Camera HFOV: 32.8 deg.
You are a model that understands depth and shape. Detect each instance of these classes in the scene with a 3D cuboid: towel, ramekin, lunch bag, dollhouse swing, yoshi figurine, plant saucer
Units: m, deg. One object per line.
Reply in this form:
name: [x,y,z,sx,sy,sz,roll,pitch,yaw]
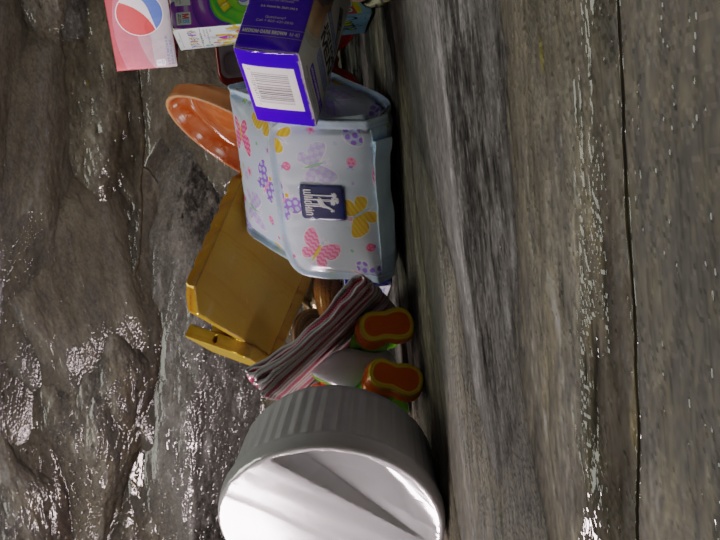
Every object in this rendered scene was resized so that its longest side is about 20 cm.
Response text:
towel: [-0.033,0.067,1.186,0.030,0.146,0.200,47,180,11]
ramekin: [-0.022,0.190,1.090,0.095,0.200,0.204,-82,-7,-50]
lunch bag: [-0.038,-0.095,1.200,0.199,0.126,0.171,31,134,47]
dollhouse swing: [-0.149,-0.016,1.383,0.181,0.175,0.202,12,76,49]
yoshi figurine: [0.019,0.115,1.201,0.112,0.112,0.200,44,150,6]
plant saucer: [-0.126,-0.150,1.377,0.033,0.199,0.200,-61,-3,-13]

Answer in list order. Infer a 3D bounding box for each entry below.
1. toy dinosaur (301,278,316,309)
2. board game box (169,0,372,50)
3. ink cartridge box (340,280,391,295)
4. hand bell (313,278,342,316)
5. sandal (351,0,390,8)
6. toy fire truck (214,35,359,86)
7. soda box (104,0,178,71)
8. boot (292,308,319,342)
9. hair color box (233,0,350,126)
toy dinosaur: [-0.072,0.002,1.488,0.202,0.058,0.101,70,160,-2]
board game box: [-0.094,-0.294,1.249,0.105,0.197,0.104,179,85,-86]
ink cartridge box: [0.000,0.000,1.395,0.200,0.044,0.095,105,157,-74]
hand bell: [-0.026,0.087,1.350,0.104,0.103,0.203,-157,56,-84]
sandal: [-0.003,-0.263,1.049,0.201,0.057,0.081,174,95,-87]
toy fire truck: [-0.088,-0.238,1.422,0.112,0.166,0.203,-119,24,-77]
soda box: [-0.230,-0.307,1.248,0.064,0.069,0.202,-100,5,-50]
boot: [-0.052,0.112,1.488,0.155,0.073,0.201,34,154,59]
hair color box: [-0.051,-0.245,1.105,0.110,0.064,0.202,76,-156,-62]
